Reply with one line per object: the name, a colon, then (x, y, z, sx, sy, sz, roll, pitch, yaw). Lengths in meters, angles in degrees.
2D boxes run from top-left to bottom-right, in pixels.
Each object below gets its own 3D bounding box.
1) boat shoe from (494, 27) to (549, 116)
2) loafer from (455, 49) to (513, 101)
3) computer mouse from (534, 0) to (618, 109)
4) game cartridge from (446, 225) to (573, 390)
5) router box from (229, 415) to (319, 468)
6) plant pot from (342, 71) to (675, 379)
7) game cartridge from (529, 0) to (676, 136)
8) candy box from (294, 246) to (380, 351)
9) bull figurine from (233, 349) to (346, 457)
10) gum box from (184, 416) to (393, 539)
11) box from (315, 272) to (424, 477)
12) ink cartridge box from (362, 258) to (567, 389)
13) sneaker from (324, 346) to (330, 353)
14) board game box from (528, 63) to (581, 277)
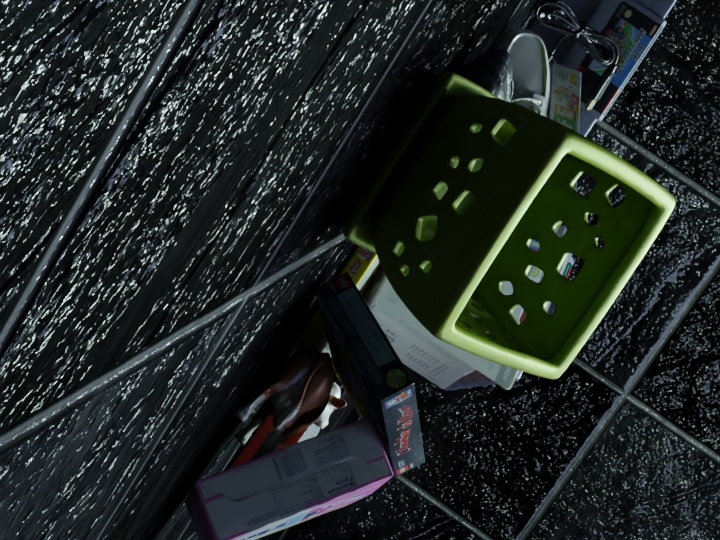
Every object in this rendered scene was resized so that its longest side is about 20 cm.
boat shoe: (0.161, -0.151, 1.550, 0.069, 0.070, 0.201, 166, -68, -81)
loafer: (0.113, -0.148, 1.475, 0.070, 0.068, 0.201, -46, 169, -17)
computer mouse: (0.204, -0.204, 1.734, 0.201, 0.140, 0.046, -61, -148, 12)
game cartridge: (0.169, 0.044, 1.736, 0.129, 0.038, 0.201, -9, -134, 49)
router box: (-0.110, 0.228, 1.843, 0.180, 0.049, 0.200, -54, 174, -20)
plant pot: (0.117, -0.047, 1.313, 0.200, 0.181, 0.199, 22, 104, -48)
game cartridge: (0.264, -0.266, 1.768, 0.200, 0.129, 0.038, -57, 174, 9)
candy box: (0.000, 0.000, 1.590, 0.200, 0.026, 0.102, -56, 172, 1)
bull figurine: (-0.069, 0.137, 1.559, 0.121, 0.065, 0.200, -45, 167, -15)
gum box: (-0.068, 0.216, 1.523, 0.199, 0.066, 0.114, -19, 167, -16)
box: (0.012, 0.108, 1.512, 0.038, 0.137, 0.200, -27, 153, -9)
ink cartridge box: (0.110, 0.017, 1.658, 0.200, 0.175, 0.084, -62, -169, -27)
sneaker: (0.027, 0.071, 1.696, 0.199, 0.089, 0.077, -19, 144, -33)
board game box: (0.190, -0.104, 1.609, 0.135, 0.034, 0.201, 115, -10, -45)
